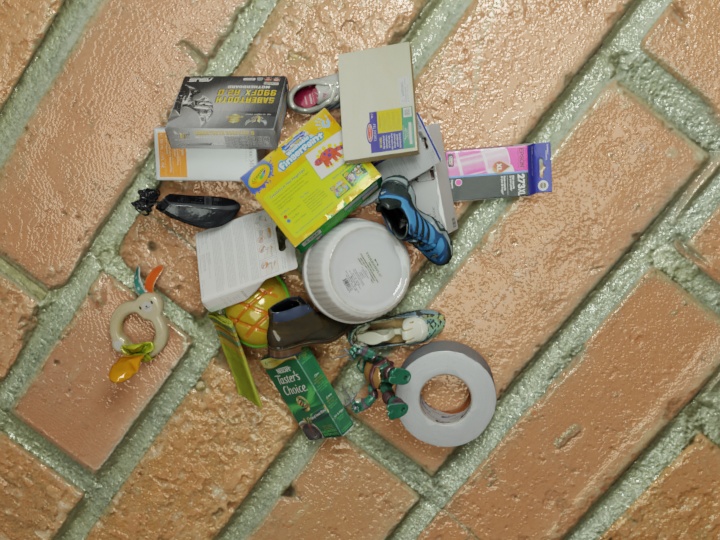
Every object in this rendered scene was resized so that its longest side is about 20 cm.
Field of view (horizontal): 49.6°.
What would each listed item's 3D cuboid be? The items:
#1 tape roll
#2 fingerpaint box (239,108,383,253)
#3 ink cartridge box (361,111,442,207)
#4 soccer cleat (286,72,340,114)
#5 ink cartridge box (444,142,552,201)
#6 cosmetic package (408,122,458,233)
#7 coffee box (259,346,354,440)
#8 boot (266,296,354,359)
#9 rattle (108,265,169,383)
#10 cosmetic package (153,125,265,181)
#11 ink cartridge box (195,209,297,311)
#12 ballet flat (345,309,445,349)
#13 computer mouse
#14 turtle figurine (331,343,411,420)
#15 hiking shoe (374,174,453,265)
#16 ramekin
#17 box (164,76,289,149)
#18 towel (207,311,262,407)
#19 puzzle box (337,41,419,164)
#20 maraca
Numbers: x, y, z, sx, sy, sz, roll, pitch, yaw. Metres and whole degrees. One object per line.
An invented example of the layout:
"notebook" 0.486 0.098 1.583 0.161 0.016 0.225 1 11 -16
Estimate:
"tape roll" 0.168 0.244 1.543 0.198 0.066 0.202 1 104 6
"fingerpaint box" -0.086 -0.160 1.403 0.200 0.073 0.167 -40 80 -2
"ink cartridge box" 0.060 -0.201 1.419 0.199 0.039 0.100 -25 90 38
"soccer cleat" -0.039 -0.327 1.421 0.198 0.086 0.070 -15 101 7
"ink cartridge box" 0.258 -0.183 1.453 0.198 0.037 0.096 -4 103 5
"cosmetic package" 0.119 -0.166 1.447 0.082 0.051 0.202 -4 104 37
"coffee box" -0.108 0.242 1.551 0.123 0.044 0.201 -19 103 48
"boot" -0.090 0.089 1.482 0.199 0.075 0.098 -23 124 -29
"rattle" -0.451 0.097 1.538 0.130 0.143 0.201 29 111 18
"cosmetic package" -0.285 -0.223 1.479 0.198 0.071 0.102 0 103 5
"ink cartridge box" -0.213 -0.028 1.482 0.199 0.050 0.162 -18 58 8
"ballet flat" 0.069 0.123 1.524 0.198 0.074 0.075 -11 102 8
"computer mouse" -0.330 -0.113 1.491 0.198 0.139 0.053 5 107 -8
"turtle figurine" 0.024 0.204 1.504 0.100 0.200 0.151 -22 111 -25
"hiking shoe" 0.090 -0.072 1.398 0.074 0.087 0.200 -21 119 42
"ramekin" 0.000 0.000 1.443 0.199 0.105 0.202 0 89 -20
"box" -0.239 -0.289 1.417 0.198 0.159 0.049 2 138 6
"towel" -0.247 0.178 1.542 0.018 0.086 0.201 -29 119 -27
"puzzle box" 0.030 -0.290 1.355 0.132 0.025 0.202 -6 79 13
"maraca" -0.204 0.050 1.518 0.136 0.107 0.202 -11 84 6
